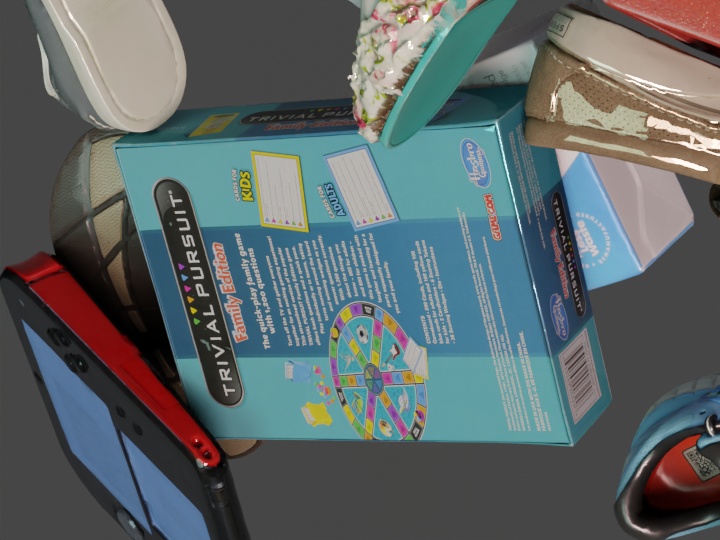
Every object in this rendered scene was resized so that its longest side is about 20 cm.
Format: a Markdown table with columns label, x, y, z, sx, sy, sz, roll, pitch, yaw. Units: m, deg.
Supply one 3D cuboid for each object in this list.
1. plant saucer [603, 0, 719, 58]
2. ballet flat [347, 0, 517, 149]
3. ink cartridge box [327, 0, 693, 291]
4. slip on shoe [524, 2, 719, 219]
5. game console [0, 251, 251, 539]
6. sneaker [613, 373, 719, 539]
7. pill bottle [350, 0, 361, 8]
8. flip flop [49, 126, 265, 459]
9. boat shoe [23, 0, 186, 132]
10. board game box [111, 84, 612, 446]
| label | x | y | z | sx | sy | sz | roll | pitch | yaw |
| --- | --- | --- | --- | --- | --- | --- | --- | --- | --- |
| plant saucer | 0.187 | -0.083 | 0.970 | 0.199 | 0.200 | 0.037 | 23 | 95 | 19 |
| ballet flat | 0.040 | -0.130 | 0.984 | 0.064 | 0.076 | 0.200 | 47 | 134 | 11 |
| ink cartridge box | 0.036 | -0.033 | 1.161 | 0.200 | 0.067 | 0.116 | -20 | 103 | 36 |
| slip on shoe | 0.164 | -0.048 | 1.045 | 0.200 | 0.076 | 0.061 | 20 | 97 | -8 |
| game console | -0.108 | 0.095 | 1.250 | 0.177 | 0.031 | 0.200 | 47 | 161 | 34 |
| sneaker | 0.190 | 0.069 | 1.108 | 0.078 | 0.090 | 0.200 | 50 | 126 | -1 |
| pill bottle | 0.076 | -0.182 | 1.037 | 0.200 | 0.111 | 0.111 | -16 | 105 | 34 |
| flip flop | -0.092 | 0.007 | 1.267 | 0.081 | 0.058 | 0.200 | -9 | 124 | 24 |
| boat shoe | -0.140 | -0.153 | 1.118 | 0.062 | 0.073 | 0.200 | 9 | 127 | 48 |
| board game box | 0.000 | 0.000 | 1.126 | 0.200 | 0.047 | 0.151 | -1 | 113 | 32 |
